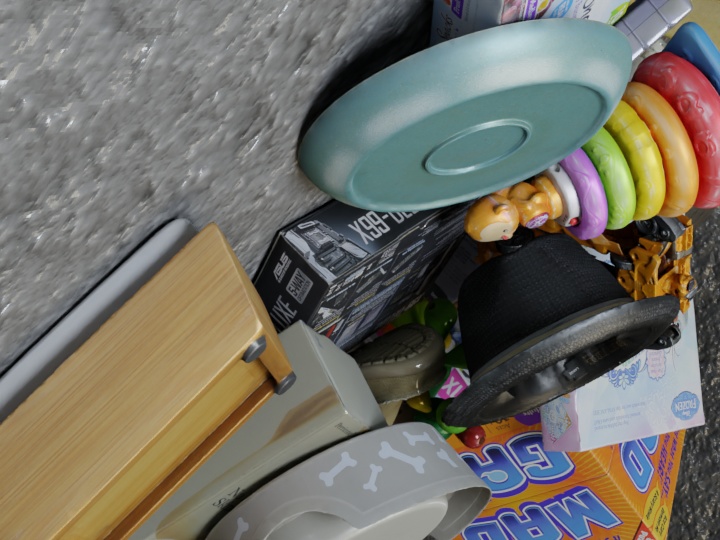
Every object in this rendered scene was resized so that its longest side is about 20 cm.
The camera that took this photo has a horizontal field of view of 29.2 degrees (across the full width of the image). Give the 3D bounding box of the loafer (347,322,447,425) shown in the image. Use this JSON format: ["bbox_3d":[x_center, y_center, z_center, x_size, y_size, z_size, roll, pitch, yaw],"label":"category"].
[{"bbox_3d":[0.005,0.092,1.017,0.076,0.068,0.199,-31,-175,-33],"label":"loafer"}]

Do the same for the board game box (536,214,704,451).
[{"bbox_3d":[0.220,0.043,1.182,0.043,0.201,0.199,-8,176,43],"label":"board game box"}]

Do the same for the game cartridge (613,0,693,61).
[{"bbox_3d":[0.166,-0.144,0.978,0.130,0.038,0.200,-45,179,4],"label":"game cartridge"}]

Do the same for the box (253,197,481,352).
[{"bbox_3d":[0.000,0.000,0.958,0.199,0.050,0.158,-33,162,-41],"label":"box"}]

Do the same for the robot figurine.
[{"bbox_3d":[0.169,-0.023,1.036,0.058,0.199,0.146,-35,134,-34],"label":"robot figurine"}]

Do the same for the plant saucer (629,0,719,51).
[{"bbox_3d":[0.292,-0.198,1.007,0.200,0.198,0.049,21,89,-75],"label":"plant saucer"}]

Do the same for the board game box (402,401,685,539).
[{"bbox_3d":[0.167,0.145,1.308,0.199,0.200,0.201,-23,-153,35],"label":"board game box"}]

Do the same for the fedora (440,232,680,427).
[{"bbox_3d":[0.122,0.033,0.948,0.199,0.092,0.201,-24,164,-7],"label":"fedora"}]

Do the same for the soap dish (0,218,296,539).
[{"bbox_3d":[-0.125,0.077,0.744,0.200,0.081,0.157,-45,166,-8],"label":"soap dish"}]

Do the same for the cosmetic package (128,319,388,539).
[{"bbox_3d":[-0.087,0.124,0.885,0.199,0.071,0.105,-34,155,9],"label":"cosmetic package"}]

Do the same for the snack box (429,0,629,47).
[{"bbox_3d":[0.104,-0.164,0.782,0.142,0.053,0.200,-44,168,-12],"label":"snack box"}]

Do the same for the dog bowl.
[{"bbox_3d":[-0.015,0.169,0.894,0.199,0.059,0.201,-26,157,-11],"label":"dog bowl"}]

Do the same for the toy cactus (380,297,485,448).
[{"bbox_3d":[0.059,0.094,1.109,0.101,0.200,0.167,2,116,-21],"label":"toy cactus"}]

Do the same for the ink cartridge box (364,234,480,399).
[{"bbox_3d":[0.108,0.026,1.209,0.200,0.119,0.042,-43,164,-12],"label":"ink cartridge box"}]

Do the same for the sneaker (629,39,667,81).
[{"bbox_3d":[0.225,-0.143,1.108,0.081,0.076,0.200,-53,-171,20],"label":"sneaker"}]

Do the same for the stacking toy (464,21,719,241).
[{"bbox_3d":[0.155,-0.065,0.899,0.198,0.111,0.116,-25,169,-14],"label":"stacking toy"}]

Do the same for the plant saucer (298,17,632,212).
[{"bbox_3d":[0.063,-0.079,0.782,0.198,0.028,0.200,-15,163,-5],"label":"plant saucer"}]
